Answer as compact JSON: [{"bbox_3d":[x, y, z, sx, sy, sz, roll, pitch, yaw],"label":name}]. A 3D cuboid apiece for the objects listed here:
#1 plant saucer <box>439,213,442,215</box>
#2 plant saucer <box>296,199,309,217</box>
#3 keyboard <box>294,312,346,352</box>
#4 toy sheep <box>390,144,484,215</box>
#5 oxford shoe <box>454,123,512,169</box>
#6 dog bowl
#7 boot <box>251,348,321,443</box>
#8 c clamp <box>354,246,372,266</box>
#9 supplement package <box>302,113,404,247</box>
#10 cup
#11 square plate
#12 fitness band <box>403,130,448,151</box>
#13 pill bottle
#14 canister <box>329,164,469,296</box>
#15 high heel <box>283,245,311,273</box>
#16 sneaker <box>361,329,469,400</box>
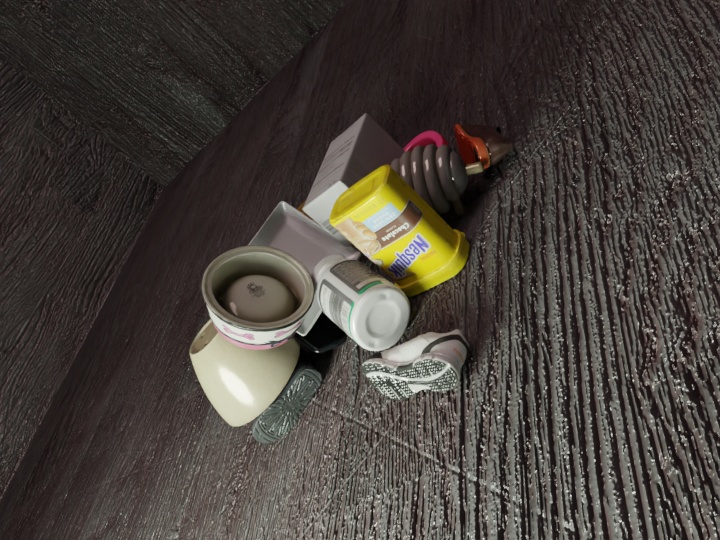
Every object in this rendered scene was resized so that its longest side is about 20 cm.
[{"bbox_3d":[0.104,-0.140,1.332,0.200,0.038,0.203,-40,28,26],"label":"plant saucer"},{"bbox_3d":[-0.119,-0.109,1.513,0.199,0.035,0.202,-37,27,22],"label":"plant saucer"},{"bbox_3d":[-0.093,0.109,1.305,0.102,0.041,0.199,-22,33,-27],"label":"keyboard"},{"bbox_3d":[0.122,-0.155,1.188,0.195,0.139,0.140,-16,38,19],"label":"toy sheep"},{"bbox_3d":[0.223,-0.233,1.246,0.071,0.073,0.201,-19,26,0],"label":"oxford shoe"},{"bbox_3d":[-0.180,0.051,1.189,0.203,0.195,0.075,-81,3,-46],"label":"dog bowl"},{"bbox_3d":[-0.162,0.217,1.285,0.165,0.066,0.199,-46,28,-6],"label":"boot"},{"bbox_3d":[0.000,0.000,1.342,0.203,0.027,0.170,-62,20,-10],"label":"c clamp"},{"bbox_3d":[-0.008,-0.173,1.298,0.119,0.121,0.203,-29,31,42],"label":"supplement package"},{"bbox_3d":[-0.228,0.157,1.244,0.199,0.143,0.202,-37,23,19],"label":"cup"},{"bbox_3d":[-0.129,-0.005,1.300,0.200,0.198,0.029,-54,-12,-17],"label":"square plate"},{"bbox_3d":[0.091,-0.189,1.330,0.201,0.037,0.144,-51,25,2],"label":"fitness band"},{"bbox_3d":[-0.008,0.047,1.164,0.114,0.113,0.199,-52,33,-2],"label":"pill bottle"},{"bbox_3d":[0.062,-0.063,1.114,0.147,0.199,0.088,-28,32,39],"label":"canister"},{"bbox_3d":[-0.066,0.008,1.397,0.071,0.144,0.198,-42,-16,30],"label":"high heel"},{"bbox_3d":[0.082,0.136,0.996,0.197,0.074,0.080,-14,29,47],"label":"sneaker"}]
